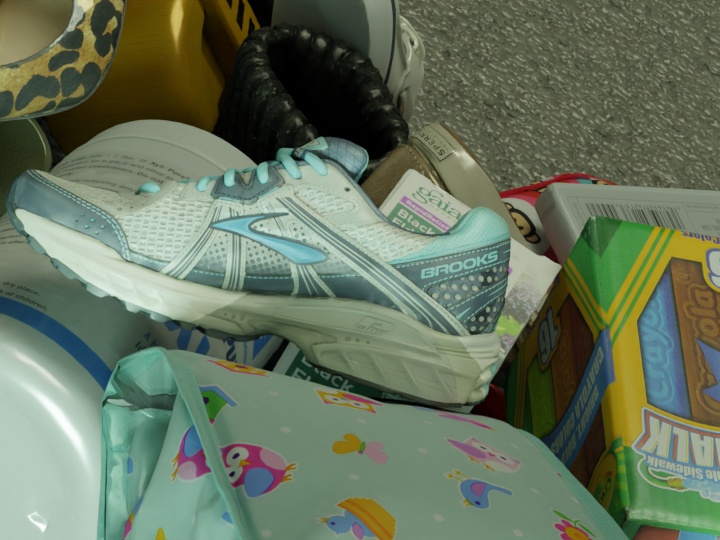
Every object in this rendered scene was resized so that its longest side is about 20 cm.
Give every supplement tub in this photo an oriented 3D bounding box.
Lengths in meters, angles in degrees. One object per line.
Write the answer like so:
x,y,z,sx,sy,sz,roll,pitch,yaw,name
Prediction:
-0.119,0.034,1.117,0.132,0.132,0.200,34,38,4,supplement tub

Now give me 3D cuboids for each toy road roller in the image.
-0.113,-0.146,1.294,0.123,0.200,0.146,-5,47,22,toy road roller

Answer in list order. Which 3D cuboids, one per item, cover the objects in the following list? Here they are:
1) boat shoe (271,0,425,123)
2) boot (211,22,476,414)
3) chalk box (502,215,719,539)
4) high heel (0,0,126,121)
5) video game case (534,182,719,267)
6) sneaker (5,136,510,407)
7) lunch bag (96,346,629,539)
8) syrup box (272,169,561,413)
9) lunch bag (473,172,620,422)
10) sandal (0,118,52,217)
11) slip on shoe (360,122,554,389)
0.001,-0.101,1.303,0.066,0.200,0.072,-32,65,-22,boat shoe
-0.002,0.001,1.224,0.211,0.158,0.079,40,38,12,boot
0.138,0.098,1.066,0.124,0.125,0.200,10,47,-13,chalk box
-0.174,-0.116,1.142,0.071,0.200,0.143,18,-16,31,high heel
0.201,0.035,1.310,0.200,0.023,0.182,2,51,-33,video game case
-0.036,-0.015,1.009,0.200,0.086,0.078,17,4,-4,sneaker
-0.004,0.105,0.954,0.170,0.122,0.200,10,24,-21,lunch bag
-0.002,0.061,1.122,0.079,0.200,0.081,34,37,2,syrup box
0.117,0.047,1.317,0.176,0.082,0.200,-19,60,-45,lunch bag
-0.230,-0.087,1.203,0.201,0.057,0.080,37,77,-23,sandal
0.062,0.024,1.180,0.200,0.061,0.076,55,-7,-35,slip on shoe
